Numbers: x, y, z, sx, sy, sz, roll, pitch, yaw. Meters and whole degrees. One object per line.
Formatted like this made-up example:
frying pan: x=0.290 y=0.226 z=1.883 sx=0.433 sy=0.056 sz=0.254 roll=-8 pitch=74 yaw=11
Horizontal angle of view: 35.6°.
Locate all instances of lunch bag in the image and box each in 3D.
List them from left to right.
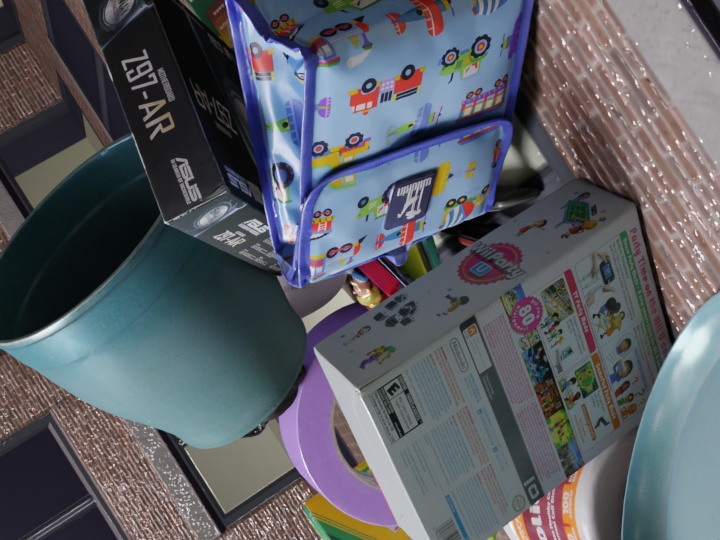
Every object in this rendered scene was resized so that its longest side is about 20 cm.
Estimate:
lunch bag: x=0.013 y=-0.083 z=0.674 sx=0.094 sy=0.150 sz=0.201 roll=45 pitch=150 yaw=39

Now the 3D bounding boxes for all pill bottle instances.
pill bottle: x=0.173 y=0.167 z=0.802 sx=0.114 sy=0.114 sz=0.200 roll=57 pitch=165 yaw=2

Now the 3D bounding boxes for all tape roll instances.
tape roll: x=0.029 y=0.127 z=1.026 sx=0.201 sy=0.200 sz=0.066 roll=61 pitch=164 yaw=-12

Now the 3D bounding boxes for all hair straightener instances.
hair straightener: x=0.077 y=-0.060 z=0.831 sx=0.200 sy=0.041 sz=0.077 roll=-149 pitch=45 yaw=-71

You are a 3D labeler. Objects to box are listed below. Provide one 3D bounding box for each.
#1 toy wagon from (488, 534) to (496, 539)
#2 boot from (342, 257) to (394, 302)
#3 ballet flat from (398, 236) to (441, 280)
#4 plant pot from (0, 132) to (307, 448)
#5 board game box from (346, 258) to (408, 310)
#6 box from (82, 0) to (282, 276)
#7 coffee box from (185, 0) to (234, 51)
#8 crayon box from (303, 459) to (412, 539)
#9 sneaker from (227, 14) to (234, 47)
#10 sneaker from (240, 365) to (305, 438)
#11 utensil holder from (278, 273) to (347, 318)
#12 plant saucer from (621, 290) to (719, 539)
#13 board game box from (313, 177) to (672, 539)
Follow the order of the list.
toy wagon: x=0.096 y=0.139 z=0.835 sx=0.039 sy=0.155 sz=0.200 roll=32 pitch=122 yaw=-5
boot: x=-0.010 y=-0.050 z=1.075 sx=0.200 sy=0.070 sz=0.147 roll=100 pitch=149 yaw=-52
ballet flat: x=0.007 y=-0.078 z=0.850 sx=0.067 sy=0.067 sz=0.201 roll=-22 pitch=-84 yaw=-80
plant pot: x=-0.144 y=0.027 z=0.840 sx=0.188 sy=0.200 sz=0.200 roll=46 pitch=174 yaw=-32
board game box: x=0.000 y=0.000 z=0.891 sx=0.200 sy=0.039 sz=0.158 roll=45 pitch=-178 yaw=13
box: x=-0.097 y=-0.090 z=0.744 sx=0.161 sy=0.043 sz=0.200 roll=67 pitch=-170 yaw=15
coffee box: x=-0.083 y=-0.195 z=0.938 sx=0.200 sy=0.044 sz=0.123 roll=55 pitch=-163 yaw=11
crayon box: x=0.057 y=0.238 z=1.163 sx=0.119 sy=0.200 sz=0.058 roll=46 pitch=163 yaw=37
sneaker: x=-0.030 y=-0.192 z=0.767 sx=0.088 sy=0.080 sz=0.200 roll=44 pitch=148 yaw=11
sneaker: x=-0.097 y=0.111 z=0.995 sx=0.200 sy=0.076 sz=0.091 roll=-142 pitch=63 yaw=-79
utensil holder: x=-0.110 y=-0.067 z=1.025 sx=0.170 sy=0.169 sz=0.201 roll=85 pitch=172 yaw=-61
plant saucer: x=0.187 y=0.106 z=0.581 sx=0.027 sy=0.201 sz=0.200 roll=14 pitch=164 yaw=-5
board game box: x=0.091 y=0.060 z=0.682 sx=0.064 sy=0.200 sz=0.148 roll=35 pitch=153 yaw=56
